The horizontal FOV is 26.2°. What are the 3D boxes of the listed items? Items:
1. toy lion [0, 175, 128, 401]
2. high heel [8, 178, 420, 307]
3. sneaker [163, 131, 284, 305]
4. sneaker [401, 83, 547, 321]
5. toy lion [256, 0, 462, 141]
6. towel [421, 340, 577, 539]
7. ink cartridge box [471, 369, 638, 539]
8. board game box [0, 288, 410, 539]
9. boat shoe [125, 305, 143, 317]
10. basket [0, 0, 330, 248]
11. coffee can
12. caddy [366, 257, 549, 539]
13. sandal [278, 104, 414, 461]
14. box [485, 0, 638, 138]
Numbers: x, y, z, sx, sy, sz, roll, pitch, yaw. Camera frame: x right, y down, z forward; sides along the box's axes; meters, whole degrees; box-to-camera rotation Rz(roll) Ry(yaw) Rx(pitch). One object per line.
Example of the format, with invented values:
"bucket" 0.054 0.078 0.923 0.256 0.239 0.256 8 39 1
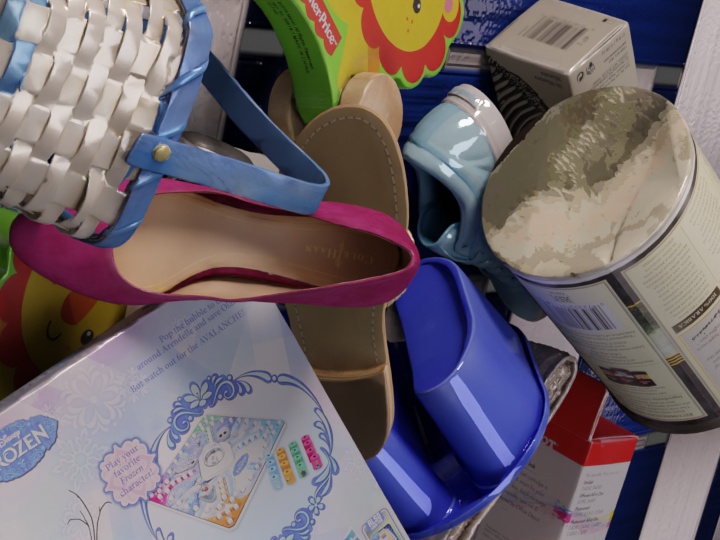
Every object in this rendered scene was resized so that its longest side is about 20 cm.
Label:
"toy lion" -0.174 0.045 0.854 0.191 0.068 0.202 -29 130 -43
"high heel" -0.071 -0.016 0.762 0.198 0.096 0.068 0 87 -15
"sneaker" -0.064 -0.039 0.907 0.073 0.080 0.200 -24 154 20
"sneaker" 0.076 -0.030 1.070 0.082 0.074 0.201 -37 126 -15
"toy lion" -0.002 -0.178 0.879 0.193 0.068 0.201 -63 143 -28
"towel" 0.049 0.120 1.067 0.201 0.132 0.034 -55 132 -11
"ink cartridge box" 0.136 0.159 1.190 0.067 0.116 0.202 3 108 -46
"board game box" -0.093 0.125 0.811 0.199 0.043 0.200 -35 102 -30
"boat shoe" -0.078 0.090 0.895 0.070 0.066 0.202 -28 123 -28
"basket" -0.127 -0.095 0.745 0.199 0.176 0.140 8 115 -38
"coffee can" 0.189 -0.003 1.025 0.147 0.146 0.200 -53 133 -11
"caddy" 0.045 0.085 0.990 0.141 0.200 0.105 -34 114 12
"sandal" -0.006 0.000 0.877 0.070 0.077 0.214 -63 155 -65
"box" 0.156 -0.089 1.108 0.068 0.082 0.201 -41 133 -25
